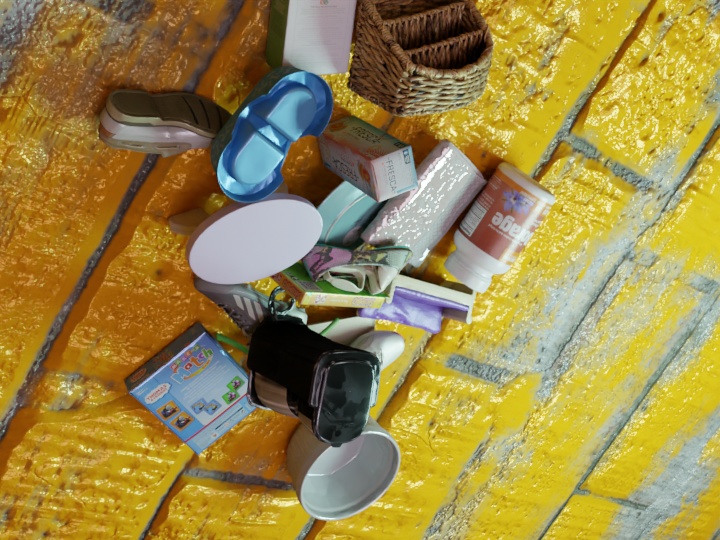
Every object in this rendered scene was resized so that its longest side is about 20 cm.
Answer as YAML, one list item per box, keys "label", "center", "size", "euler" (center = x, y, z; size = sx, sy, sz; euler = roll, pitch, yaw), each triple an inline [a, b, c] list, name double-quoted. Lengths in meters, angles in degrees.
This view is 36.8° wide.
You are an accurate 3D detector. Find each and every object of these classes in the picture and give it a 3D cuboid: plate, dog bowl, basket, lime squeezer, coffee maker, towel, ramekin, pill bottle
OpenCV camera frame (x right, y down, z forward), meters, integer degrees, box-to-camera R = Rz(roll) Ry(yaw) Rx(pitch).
- label: "plate"
  center: [-0.009, -0.079, 1.657]
  size: [0.199, 0.026, 0.201]
  euler: [-36, 156, -19]
- label: "dog bowl"
  center: [-0.124, -0.187, 1.455]
  size: [0.201, 0.050, 0.111]
  euler: [-51, 136, 4]
- label: "basket"
  center: [0.097, -0.313, 1.501]
  size: [0.199, 0.142, 0.150]
  euler: [-22, 134, -40]
- label: "lime squeezer"
  center: [-0.127, 0.123, 1.729]
  size: [0.197, 0.072, 0.038]
  euler: [-7, 170, -6]
- label: "coffee maker"
  center: [-0.075, 0.136, 1.576]
  size: [0.134, 0.199, 0.194]
  euler: [-22, 110, -30]
- label: "towel"
  center: [0.106, -0.101, 1.722]
  size: [0.200, 0.032, 0.191]
  euler: [-50, 152, 7]
- label: "ramekin"
  center: [-0.039, 0.334, 1.926]
  size: [0.198, 0.105, 0.202]
  euler: [-17, 128, -22]
- label: "pill bottle"
  center: [0.226, -0.068, 1.802]
  size: [0.111, 0.112, 0.201]
  euler: [21, 107, -40]

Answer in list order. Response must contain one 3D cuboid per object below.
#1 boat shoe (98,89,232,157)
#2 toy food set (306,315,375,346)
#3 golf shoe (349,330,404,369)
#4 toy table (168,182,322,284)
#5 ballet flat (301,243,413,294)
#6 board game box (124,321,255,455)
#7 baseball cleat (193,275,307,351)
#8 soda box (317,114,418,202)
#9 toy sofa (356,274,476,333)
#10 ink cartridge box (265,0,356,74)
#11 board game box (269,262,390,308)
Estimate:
- label: "boat shoe"
  center: [-0.257, -0.193, 1.451]
  size: [0.198, 0.075, 0.069]
  euler: [6, 137, -36]
- label: "toy food set"
  center: [-0.063, 0.139, 1.816]
  size: [0.198, 0.060, 0.145]
  euler: [-10, 114, -28]
- label: "golf shoe"
  center: [-0.003, 0.160, 1.768]
  size: [0.198, 0.091, 0.076]
  euler: [-22, 118, -23]
- label: "toy table"
  center: [-0.168, -0.068, 1.555]
  size: [0.198, 0.117, 0.186]
  euler: [-8, 126, -26]
- label: "ballet flat"
  center: [0.000, 0.000, 1.649]
  size: [0.198, 0.072, 0.069]
  euler: [2, 154, -35]
- label: "board game box"
  center: [-0.260, 0.192, 1.734]
  size: [0.151, 0.037, 0.200]
  euler: [-38, 134, -2]
- label: "baseball cleat"
  center: [-0.172, 0.074, 1.652]
  size: [0.198, 0.070, 0.108]
  euler: [21, 80, -25]
- label: "soda box"
  center: [0.006, -0.162, 1.538]
  size: [0.068, 0.200, 0.064]
  euler: [-21, 118, -16]
- label: "toy sofa"
  center: [0.094, 0.051, 1.805]
  size: [0.198, 0.082, 0.099]
  euler: [15, 87, -38]
- label: "ink cartridge box"
  center: [-0.061, -0.365, 1.451]
  size: [0.103, 0.059, 0.202]
  euler: [-9, 125, -27]
- label: "board game box"
  center: [-0.047, 0.022, 1.660]
  size: [0.199, 0.095, 0.030]
  euler: [2, 119, -47]
